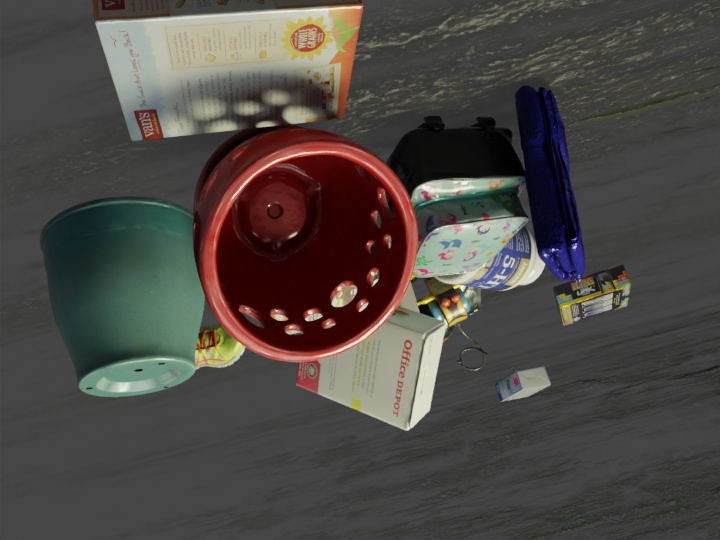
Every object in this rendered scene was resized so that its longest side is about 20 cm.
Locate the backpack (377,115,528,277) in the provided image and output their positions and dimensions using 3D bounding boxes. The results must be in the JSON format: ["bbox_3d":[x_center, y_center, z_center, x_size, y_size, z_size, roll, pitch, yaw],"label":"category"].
[{"bbox_3d":[0.104,-0.077,0.778,0.174,0.153,0.200,-7,161,-21],"label":"backpack"}]

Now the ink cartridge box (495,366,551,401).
[{"bbox_3d":[0.606,0.437,2.338,0.134,0.078,0.201,-5,154,-21],"label":"ink cartridge box"}]

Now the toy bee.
[{"bbox_3d":[0.152,0.047,1.024,0.131,0.200,0.109,-43,149,-10],"label":"toy bee"}]

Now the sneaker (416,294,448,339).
[{"bbox_3d":[0.145,0.103,1.280,0.096,0.072,0.201,-11,155,-10],"label":"sneaker"}]

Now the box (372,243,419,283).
[{"bbox_3d":[0.020,0.001,1.020,0.157,0.050,0.200,1,152,-37],"label":"box"}]

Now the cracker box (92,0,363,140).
[{"bbox_3d":[-0.105,-0.181,0.512,0.196,0.059,0.134,-10,157,-14],"label":"cracker box"}]

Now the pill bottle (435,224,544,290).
[{"bbox_3d":[0.201,-0.031,0.963,0.198,0.122,0.119,7,149,-42],"label":"pill bottle"}]

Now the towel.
[{"bbox_3d":[0.230,-0.099,0.721,0.049,0.204,0.147,-12,162,27],"label":"towel"}]

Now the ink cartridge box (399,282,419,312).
[{"bbox_3d":[0.000,0.095,1.006,0.198,0.119,0.067,-29,155,30],"label":"ink cartridge box"}]

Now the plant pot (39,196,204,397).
[{"bbox_3d":[-0.281,0.045,0.754,0.196,0.191,0.201,-12,158,-5],"label":"plant pot"}]

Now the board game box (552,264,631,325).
[{"bbox_3d":[0.554,0.063,1.476,0.163,0.058,0.200,-19,157,14],"label":"board game box"}]

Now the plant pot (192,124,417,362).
[{"bbox_3d":[-0.066,-0.039,0.601,0.197,0.204,0.182,-6,-160,-19],"label":"plant pot"}]

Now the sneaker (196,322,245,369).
[{"bbox_3d":[-0.290,0.136,1.104,0.197,0.079,0.090,-23,154,20],"label":"sneaker"}]

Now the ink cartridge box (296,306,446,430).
[{"bbox_3d":[0.013,0.122,0.899,0.197,0.148,0.083,17,-163,27],"label":"ink cartridge box"}]

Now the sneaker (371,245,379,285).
[{"bbox_3d":[0.000,0.000,0.838,0.197,0.072,0.098,-17,166,-19],"label":"sneaker"}]

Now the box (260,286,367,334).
[{"bbox_3d":[-0.060,-0.030,0.731,0.134,0.204,0.038,-11,-159,-19],"label":"box"}]

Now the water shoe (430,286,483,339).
[{"bbox_3d":[0.187,0.068,1.136,0.077,0.072,0.203,16,119,-9],"label":"water shoe"}]
